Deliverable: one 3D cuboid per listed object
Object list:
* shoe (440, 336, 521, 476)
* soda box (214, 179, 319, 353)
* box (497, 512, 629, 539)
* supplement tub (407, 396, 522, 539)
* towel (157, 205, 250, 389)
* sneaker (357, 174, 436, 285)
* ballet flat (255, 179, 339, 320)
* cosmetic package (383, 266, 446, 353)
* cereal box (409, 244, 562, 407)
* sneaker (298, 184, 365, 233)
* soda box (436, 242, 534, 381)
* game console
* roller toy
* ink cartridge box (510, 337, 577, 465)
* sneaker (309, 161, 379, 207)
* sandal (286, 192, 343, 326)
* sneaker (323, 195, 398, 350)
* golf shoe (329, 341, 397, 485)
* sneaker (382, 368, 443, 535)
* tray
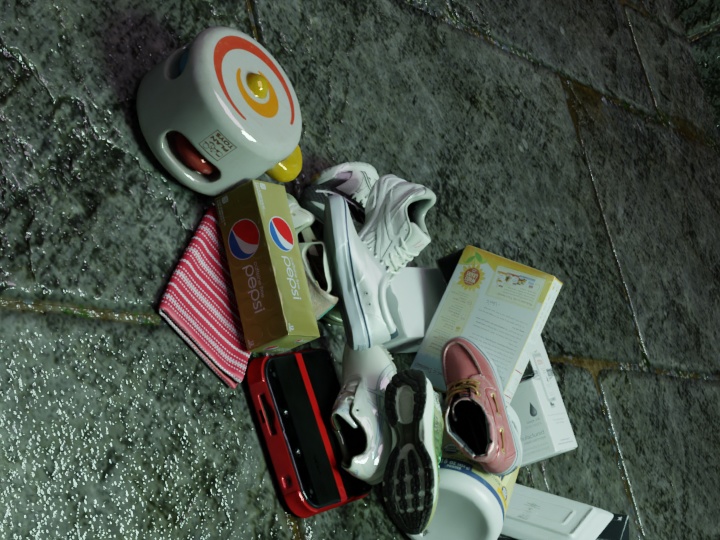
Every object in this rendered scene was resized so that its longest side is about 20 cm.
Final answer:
[{"bbox_3d":[0.140,0.161,1.672,0.091,0.071,0.201,37,29,-56],"label":"shoe"},{"bbox_3d":[-0.113,-0.004,1.597,0.064,0.068,0.201,7,64,-54],"label":"soda box"},{"bbox_3d":[0.255,0.390,1.794,0.141,0.199,0.079,-54,141,-53],"label":"box"},{"bbox_3d":[0.136,0.267,1.761,0.145,0.144,0.200,54,33,-19],"label":"supplement tub"},{"bbox_3d":[-0.164,0.027,1.589,0.145,0.022,0.200,49,35,-24],"label":"towel"},{"bbox_3d":[0.040,-0.031,1.727,0.078,0.099,0.201,30,74,-50],"label":"sneaker"},{"bbox_3d":[-0.079,-0.035,1.674,0.201,0.067,0.068,66,19,6],"label":"ballet flat"},{"bbox_3d":[0.072,0.056,1.862,0.200,0.085,0.108,4,67,-55],"label":"cosmetic package"},{"bbox_3d":[0.166,0.080,1.766,0.040,0.144,0.201,33,81,-58],"label":"cereal box"},{"bbox_3d":[-0.010,-0.049,1.815,0.200,0.080,0.074,29,25,-31],"label":"sneaker"},{"bbox_3d":[0.176,0.067,1.843,0.063,0.071,0.201,44,24,-79],"label":"soda box"},{"bbox_3d":[-0.062,0.197,1.627,0.177,0.031,0.201,-1,72,-63],"label":"game console"},{"bbox_3d":[-0.166,-0.195,1.609,0.182,0.139,0.201,-2,67,-55],"label":"roller toy"},{"bbox_3d":[0.208,0.187,1.918,0.083,0.146,0.201,3,66,-59],"label":"ink cartridge box"},{"bbox_3d":[0.008,-0.094,1.875,0.200,0.075,0.088,14,58,-52],"label":"sneaker"},{"bbox_3d":[-0.057,-0.015,1.741,0.201,0.057,0.080,61,32,-9],"label":"sandal"},{"bbox_3d":[0.000,0.000,1.679,0.070,0.073,0.201,-11,87,-14],"label":"sneaker"},{"bbox_3d":[0.001,0.167,1.657,0.097,0.078,0.201,20,51,-49],"label":"golf shoe"},{"bbox_3d":[0.081,0.226,1.627,0.088,0.077,0.201,24,63,-51],"label":"sneaker"},{"bbox_3d":[0.235,0.331,1.811,0.107,0.199,0.022,-37,128,-44],"label":"tray"}]
